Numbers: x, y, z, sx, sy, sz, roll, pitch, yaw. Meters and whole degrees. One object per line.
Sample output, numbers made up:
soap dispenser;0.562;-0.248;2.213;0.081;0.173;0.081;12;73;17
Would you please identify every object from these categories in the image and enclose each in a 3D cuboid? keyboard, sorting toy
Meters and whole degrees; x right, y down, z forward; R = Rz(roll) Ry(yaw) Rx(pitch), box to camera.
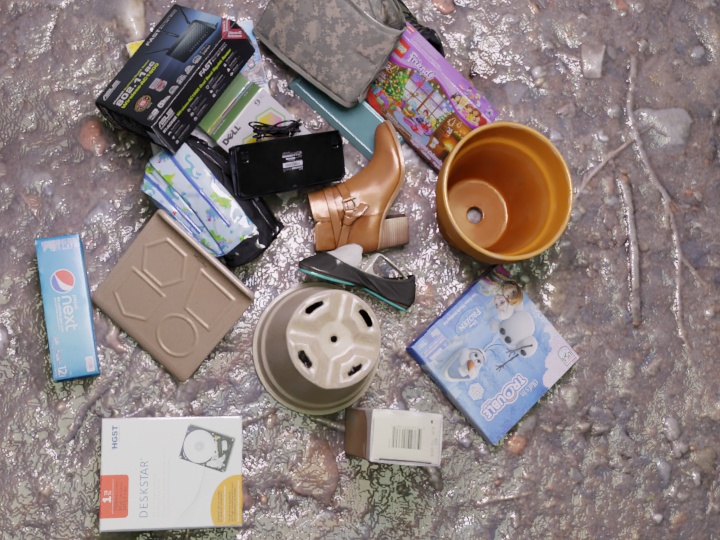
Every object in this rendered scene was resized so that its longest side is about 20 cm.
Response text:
keyboard;-0.109;-0.168;1.395;0.198;0.039;0.106;-15;107;-40
sorting toy;-0.268;0.038;1.387;0.185;0.037;0.200;42;115;-2

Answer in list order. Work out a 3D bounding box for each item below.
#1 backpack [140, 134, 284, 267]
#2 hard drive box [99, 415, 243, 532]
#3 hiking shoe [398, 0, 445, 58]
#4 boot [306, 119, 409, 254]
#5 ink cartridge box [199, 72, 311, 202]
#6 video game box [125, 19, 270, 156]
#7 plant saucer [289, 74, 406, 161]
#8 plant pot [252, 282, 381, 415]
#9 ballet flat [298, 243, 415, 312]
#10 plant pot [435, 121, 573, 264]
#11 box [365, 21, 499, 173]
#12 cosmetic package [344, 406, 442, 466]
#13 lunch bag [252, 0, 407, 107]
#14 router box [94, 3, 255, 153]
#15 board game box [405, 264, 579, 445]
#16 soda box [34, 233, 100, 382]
backpack;-0.220;-0.104;1.399;0.152;0.163;0.202;-28;102;8
hard drive box;-0.267;0.287;1.377;0.197;0.077;0.159;0;81;-11
hiking shoe;0.088;-0.368;1.527;0.075;0.101;0.201;-35;91;-21
boot;-0.007;-0.126;1.484;0.152;0.074;0.203;-5;89;-6
ink cartridge box;-0.153;-0.206;1.430;0.200;0.059;0.104;41;90;-29
video game box;-0.240;-0.273;1.480;0.197;0.047;0.185;-14;87;-13
plant saucer;-0.018;-0.253;1.535;0.200;0.019;0.070;42;76;-2
plant pot;-0.051;0.107;1.391;0.197;0.183;0.204;2;82;-11
ballet flat;0.000;0.000;1.463;0.198;0.068;0.069;22;90;-27
plant pot;0.197;-0.102;1.470;0.197;0.183;0.204;1;82;-10
box;0.099;-0.264;1.500;0.200;0.137;0.039;44;43;-2
cosmetic package;0.043;0.235;1.382;0.103;0.200;0.072;6;82;-9
lunch bag;-0.035;-0.367;1.456;0.200;0.164;0.118;44;41;4
router box;-0.265;-0.278;1.379;0.149;0.062;0.201;24;73;39
board game box;0.207;0.129;1.510;0.200;0.043;0.199;-42;93;-14
soda box;-0.418;0.054;1.385;0.063;0.068;0.203;-8;83;-12
